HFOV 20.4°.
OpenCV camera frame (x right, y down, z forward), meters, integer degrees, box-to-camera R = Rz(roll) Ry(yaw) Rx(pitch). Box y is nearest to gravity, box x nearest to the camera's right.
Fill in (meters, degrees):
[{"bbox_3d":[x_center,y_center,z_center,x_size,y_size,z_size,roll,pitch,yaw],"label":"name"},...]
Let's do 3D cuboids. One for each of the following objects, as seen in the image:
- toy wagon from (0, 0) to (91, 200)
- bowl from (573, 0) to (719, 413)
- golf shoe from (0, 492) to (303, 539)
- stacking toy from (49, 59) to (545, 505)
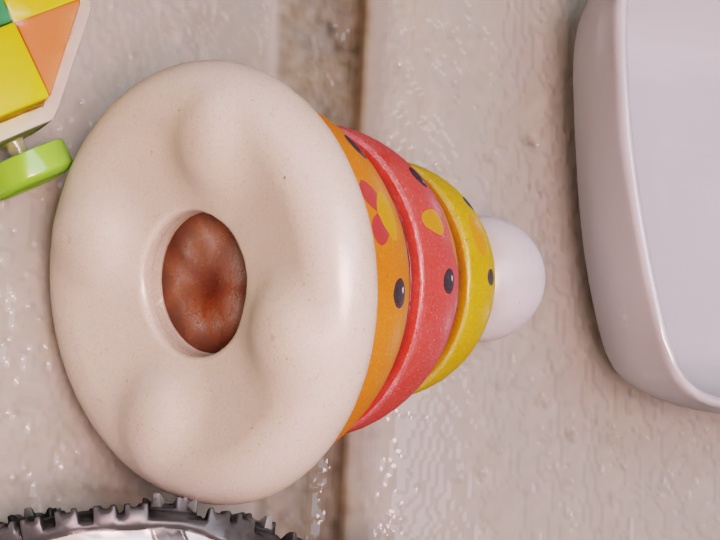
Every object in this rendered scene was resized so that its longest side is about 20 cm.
[{"bbox_3d":[-0.186,-0.080,0.661,0.199,0.039,0.156,-26,92,-34],"label":"toy wagon"},{"bbox_3d":[0.170,-0.033,0.852,0.198,0.074,0.202,3,78,-31],"label":"bowl"},{"bbox_3d":[-0.042,0.133,0.678,0.199,0.078,0.095,17,70,-26],"label":"golf shoe"},{"bbox_3d":[0.000,0.000,0.726,0.199,0.145,0.148,-5,80,-50],"label":"stacking toy"}]
